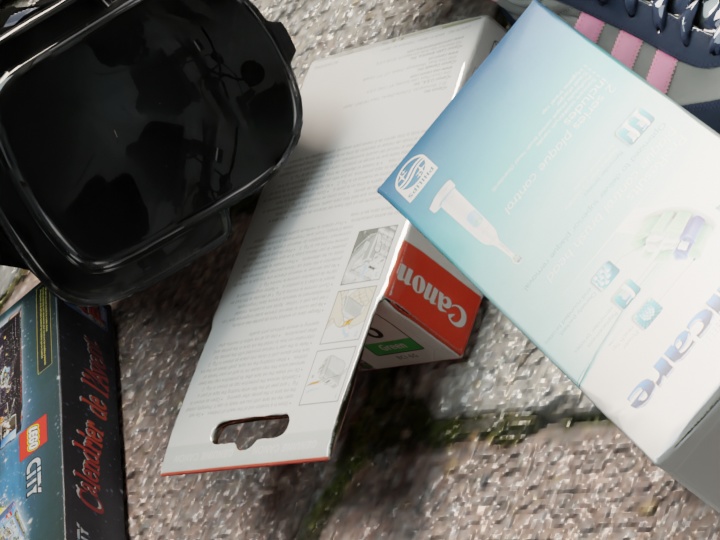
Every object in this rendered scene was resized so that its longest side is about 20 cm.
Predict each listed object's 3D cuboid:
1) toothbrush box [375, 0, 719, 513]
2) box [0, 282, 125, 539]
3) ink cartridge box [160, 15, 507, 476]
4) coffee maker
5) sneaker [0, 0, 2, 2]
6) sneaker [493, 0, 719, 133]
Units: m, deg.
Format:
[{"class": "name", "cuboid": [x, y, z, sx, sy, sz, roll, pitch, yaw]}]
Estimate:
[{"class": "toothbrush box", "cuboid": [0.114, 0.018, 0.805, 0.085, 0.146, 0.200, -50, 32, 6]}, {"class": "box", "cuboid": [-0.166, 0.110, 1.175, 0.137, 0.038, 0.200, -38, 35, 22]}, {"class": "ink cartridge box", "cuboid": [0.000, 0.000, 1.058, 0.109, 0.050, 0.200, -10, 53, 48]}, {"class": "coffee maker", "cuboid": [-0.128, -0.045, 1.131, 0.192, 0.135, 0.200, -54, 13, -4]}, {"class": "sneaker", "cuboid": [-0.206, -0.201, 1.507, 0.200, 0.060, 0.104, -46, 31, 21]}, {"class": "sneaker", "cuboid": [0.105, -0.101, 0.988, 0.070, 0.082, 0.200, -58, 33, -8]}]
